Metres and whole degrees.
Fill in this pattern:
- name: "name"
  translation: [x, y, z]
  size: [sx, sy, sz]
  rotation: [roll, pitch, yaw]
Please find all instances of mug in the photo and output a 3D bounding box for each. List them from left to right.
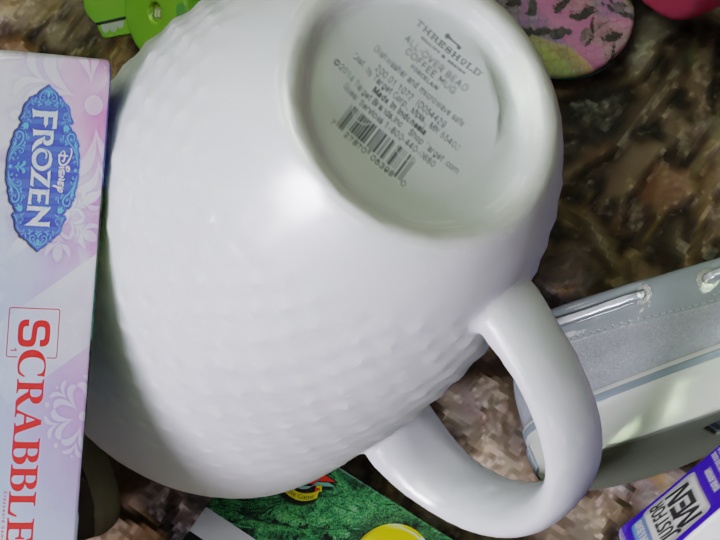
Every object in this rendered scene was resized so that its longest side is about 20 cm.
- name: "mug"
  translation: [0.000, 0.000, 0.785]
  size: [0.148, 0.175, 0.200]
  rotation: [-38, 89, -30]

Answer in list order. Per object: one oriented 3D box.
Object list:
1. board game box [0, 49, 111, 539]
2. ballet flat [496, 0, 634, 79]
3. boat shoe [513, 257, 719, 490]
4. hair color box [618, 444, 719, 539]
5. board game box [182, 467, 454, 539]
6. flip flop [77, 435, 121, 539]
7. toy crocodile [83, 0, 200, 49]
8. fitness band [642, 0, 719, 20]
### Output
- name: "board game box"
  translation: [-0.143, 0.027, 0.823]
  size: [0.200, 0.041, 0.200]
  rotation: [12, 97, 62]
- name: "ballet flat"
  translation: [0.017, -0.141, 0.923]
  size: [0.069, 0.071, 0.200]
  rotation: [-42, 59, -14]
- name: "boat shoe"
  translation: [0.139, 0.007, 0.812]
  size: [0.200, 0.070, 0.072]
  rotation: [-23, 69, 13]
- name: "hair color box"
  translation: [0.187, 0.059, 0.736]
  size: [0.200, 0.065, 0.109]
  rotation: [-42, 96, 8]
- name: "board game box"
  translation: [0.015, 0.141, 0.828]
  size: [0.200, 0.023, 0.105]
  rotation: [30, 77, 29]
- name: "flip flop"
  translation: [-0.115, 0.003, 0.911]
  size: [0.057, 0.081, 0.201]
  rotation: [-18, 61, -10]
- name: "toy crocodile"
  translation: [-0.032, -0.112, 0.897]
  size: [0.200, 0.067, 0.062]
  rotation: [-3, 99, 53]
- name: "fitness band"
  translation: [0.094, -0.176, 0.832]
  size: [0.037, 0.200, 0.144]
  rotation: [-23, 43, -12]
